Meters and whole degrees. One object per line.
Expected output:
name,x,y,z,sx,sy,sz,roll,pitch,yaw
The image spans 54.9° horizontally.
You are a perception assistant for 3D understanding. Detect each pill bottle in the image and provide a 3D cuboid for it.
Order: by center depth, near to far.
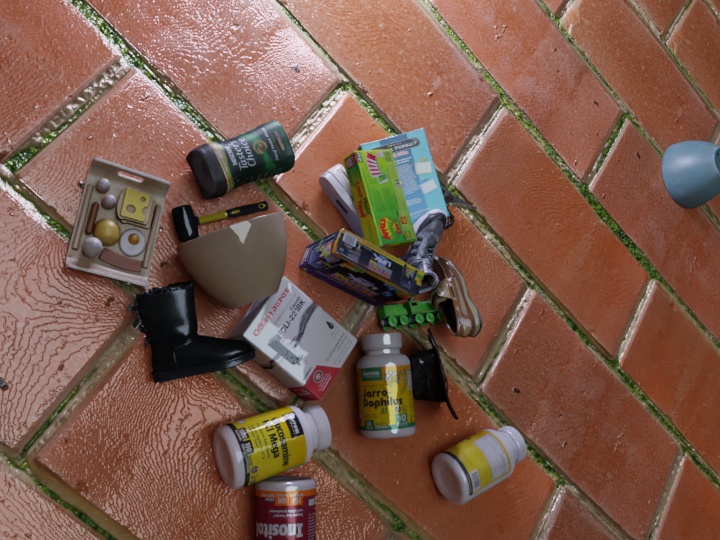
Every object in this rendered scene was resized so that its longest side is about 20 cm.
pill bottle,-0.135,0.478,1.243,0.112,0.113,0.203,5,78,-29
pill bottle,-0.158,0.312,1.263,0.198,0.112,0.114,-13,86,-31
pill bottle,0.049,0.230,1.398,0.111,0.112,0.203,1,80,-29
pill bottle,0.258,0.409,1.483,0.198,0.112,0.113,-18,89,-31

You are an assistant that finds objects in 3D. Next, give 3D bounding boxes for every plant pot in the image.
plant pot,-0.214,-0.009,1.247,0.199,0.200,0.136,-20,94,-31
plant pot,1.009,-0.297,2.041,0.198,0.134,0.203,6,77,-28

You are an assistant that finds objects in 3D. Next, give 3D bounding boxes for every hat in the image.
hat,0.139,0.227,1.444,0.080,0.201,0.203,-17,89,3

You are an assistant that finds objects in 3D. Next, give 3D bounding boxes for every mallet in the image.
mallet,-0.269,-0.116,1.332,0.199,0.041,0.067,-26,97,-35

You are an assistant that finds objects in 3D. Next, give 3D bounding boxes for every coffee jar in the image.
coffee jar,-0.231,-0.213,1.341,0.199,0.085,0.105,-27,94,-30

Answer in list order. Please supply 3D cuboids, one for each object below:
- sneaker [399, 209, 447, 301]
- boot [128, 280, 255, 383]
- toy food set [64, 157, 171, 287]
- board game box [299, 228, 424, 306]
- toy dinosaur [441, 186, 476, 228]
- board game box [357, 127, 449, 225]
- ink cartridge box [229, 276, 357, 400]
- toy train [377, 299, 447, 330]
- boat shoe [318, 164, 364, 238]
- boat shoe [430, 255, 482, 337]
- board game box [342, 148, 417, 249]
sneaker,0.138,-0.027,1.460,0.075,0.114,0.201,28,97,-32
boot,-0.295,0.099,1.218,0.196,0.073,0.165,-11,93,-5
toy food set,-0.422,-0.083,1.220,0.142,0.060,0.203,16,73,-26
board game box,0.000,0.000,1.384,0.198,0.165,0.057,27,66,-22
toy dinosaur,0.195,-0.152,1.599,0.198,0.047,0.089,24,62,-27
board game box,0.093,-0.192,1.518,0.149,0.047,0.203,-16,88,-10
ink cartridge box,-0.128,0.132,1.333,0.200,0.084,0.145,41,64,-15
toy train,0.125,0.093,1.512,0.198,0.042,0.057,-4,69,-32
boat shoe,-0.006,-0.135,1.468,0.066,0.072,0.201,-41,93,-25
boat shoe,0.191,0.056,1.504,0.073,0.076,0.201,-8,57,-32
board game box,0.040,-0.145,1.430,0.101,0.047,0.203,-10,81,-37
